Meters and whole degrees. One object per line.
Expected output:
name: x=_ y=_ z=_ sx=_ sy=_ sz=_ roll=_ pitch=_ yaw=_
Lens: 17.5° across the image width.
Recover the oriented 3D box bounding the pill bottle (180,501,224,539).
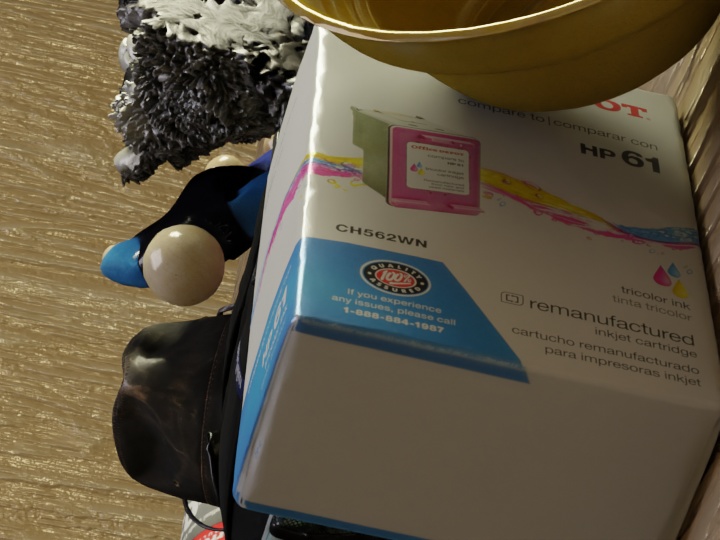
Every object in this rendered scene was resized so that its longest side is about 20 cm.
pill bottle: x=-0.066 y=0.200 z=1.567 sx=0.200 sy=0.114 sz=0.114 roll=-88 pitch=12 yaw=-58

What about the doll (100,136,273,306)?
doll: x=-0.069 y=-0.029 z=1.201 sx=0.048 sy=0.136 sz=0.200 roll=62 pitch=-161 yaw=-9

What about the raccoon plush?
raccoon plush: x=-0.065 y=-0.064 z=1.141 sx=0.134 sy=0.097 sz=0.200 roll=101 pitch=151 yaw=-42

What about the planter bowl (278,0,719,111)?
planter bowl: x=0.070 y=-0.116 z=0.829 sx=0.200 sy=0.200 sz=0.083 roll=-85 pitch=-24 yaw=-48

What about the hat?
hat: x=-0.083 y=0.066 z=1.205 sx=0.201 sy=0.081 sz=0.201 roll=11 pitch=-90 yaw=-87

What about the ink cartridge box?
ink cartridge box: x=0.039 y=0.004 z=0.823 sx=0.200 sy=0.144 sz=0.085 roll=-88 pitch=13 yaw=-57

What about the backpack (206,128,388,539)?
backpack: x=0.008 y=0.052 z=0.998 sx=0.178 sy=0.151 sz=0.200 roll=-88 pitch=15 yaw=-47
